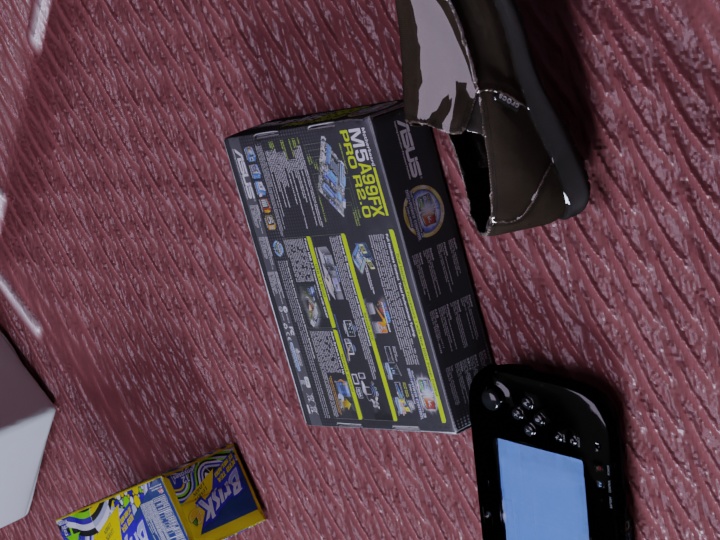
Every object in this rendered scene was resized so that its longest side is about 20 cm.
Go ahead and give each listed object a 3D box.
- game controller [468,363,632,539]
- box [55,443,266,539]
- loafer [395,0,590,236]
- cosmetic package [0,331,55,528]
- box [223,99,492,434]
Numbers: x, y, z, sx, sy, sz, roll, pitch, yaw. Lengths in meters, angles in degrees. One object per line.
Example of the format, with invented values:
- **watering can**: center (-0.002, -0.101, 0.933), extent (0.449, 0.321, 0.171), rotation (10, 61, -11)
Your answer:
- **game controller**: center (0.115, 0.151, 1.200), extent (0.104, 0.042, 0.201), rotation (18, 122, 47)
- **box**: center (-0.156, 0.191, 1.552), extent (0.200, 0.070, 0.065), rotation (-26, 86, 55)
- **loafer**: center (0.053, -0.103, 1.074), extent (0.201, 0.071, 0.073), rotation (61, 167, -14)
- **cosmetic package**: center (-0.394, 0.143, 1.726), extent (0.165, 0.199, 0.165), rotation (49, 140, 24)
- **box**: center (0.000, 0.000, 1.267), extent (0.160, 0.044, 0.201), rotation (-4, 105, 53)
